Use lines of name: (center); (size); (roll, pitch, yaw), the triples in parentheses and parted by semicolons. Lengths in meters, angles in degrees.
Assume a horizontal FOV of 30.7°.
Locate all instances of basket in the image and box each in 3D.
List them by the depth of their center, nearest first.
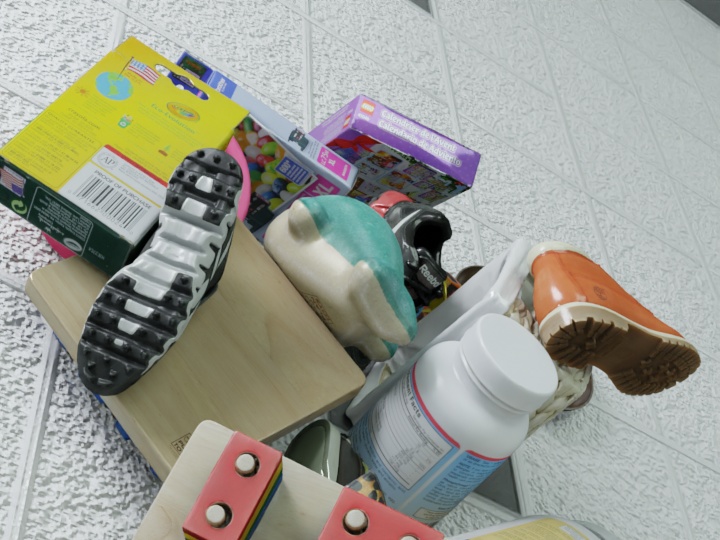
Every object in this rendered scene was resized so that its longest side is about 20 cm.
basket: (0.106, 0.092, 1.184); (0.123, 0.200, 0.136); (46, 29, -5)

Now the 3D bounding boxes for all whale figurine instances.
whale figurine: (0.000, 0.000, 1.081); (0.160, 0.103, 0.200); (60, -16, -18)

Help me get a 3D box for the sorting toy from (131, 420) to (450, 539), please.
sorting toy: (-0.058, 0.209, 0.797); (0.199, 0.070, 0.200); (25, 64, 8)

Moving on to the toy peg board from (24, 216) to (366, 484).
toy peg board: (-0.138, 0.074, 1.037); (0.199, 0.098, 0.200); (-25, 67, -42)

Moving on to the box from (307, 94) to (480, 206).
box: (0.013, -0.103, 1.320); (0.136, 0.200, 0.039); (24, 70, -19)

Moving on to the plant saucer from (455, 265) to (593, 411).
plant saucer: (0.172, 0.080, 1.442); (0.199, 0.032, 0.201); (29, 32, -20)

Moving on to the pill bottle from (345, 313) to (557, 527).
pill bottle: (0.067, 0.130, 1.075); (0.108, 0.200, 0.109); (30, 31, -21)

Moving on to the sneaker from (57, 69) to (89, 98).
sneaker: (-0.204, -0.086, 1.187); (0.200, 0.076, 0.116); (37, 41, -3)

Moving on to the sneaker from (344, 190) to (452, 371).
sneaker: (0.023, 0.019, 1.198); (0.071, 0.097, 0.201); (46, 63, -44)

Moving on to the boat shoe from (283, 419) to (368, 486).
boat shoe: (-0.032, 0.206, 0.981); (0.061, 0.071, 0.202); (43, 39, -28)

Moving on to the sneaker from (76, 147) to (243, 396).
sneaker: (-0.141, 0.012, 0.970); (0.066, 0.091, 0.201); (22, 68, 9)

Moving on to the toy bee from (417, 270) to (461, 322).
toy bee: (0.048, -0.004, 1.307); (0.199, 0.109, 0.131); (22, 17, -49)

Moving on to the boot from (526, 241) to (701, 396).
boot: (0.220, 0.040, 1.140); (0.199, 0.075, 0.108); (27, 34, -39)

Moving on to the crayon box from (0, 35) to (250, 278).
crayon box: (-0.188, -0.095, 1.048); (0.127, 0.051, 0.200); (34, 44, 1)

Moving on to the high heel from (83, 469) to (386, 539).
high heel: (-0.085, 0.175, 0.882); (0.199, 0.144, 0.071); (22, -10, -5)

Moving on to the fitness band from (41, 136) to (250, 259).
fitness band: (-0.185, -0.073, 1.127); (0.199, 0.037, 0.145); (-14, 83, -35)

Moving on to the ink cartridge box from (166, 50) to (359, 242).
ink cartridge box: (-0.116, -0.107, 1.249); (0.199, 0.119, 0.042); (35, 39, -13)

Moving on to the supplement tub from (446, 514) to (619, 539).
supplement tub: (0.121, 0.269, 1.014); (0.199, 0.146, 0.146); (0, 49, -50)
